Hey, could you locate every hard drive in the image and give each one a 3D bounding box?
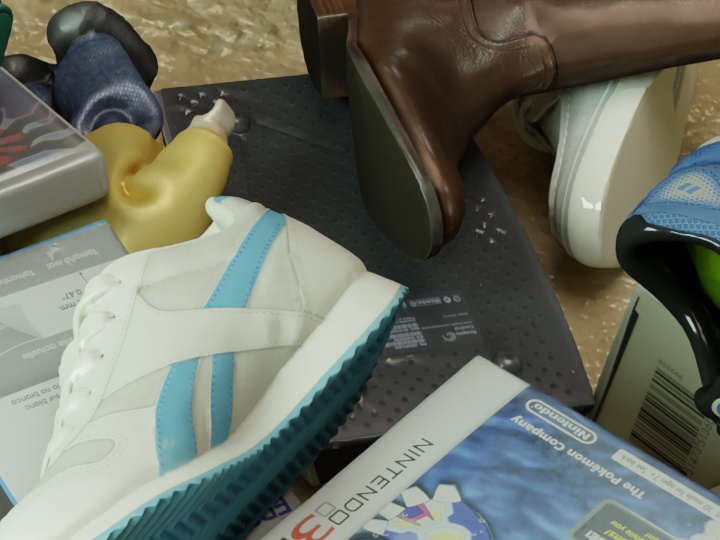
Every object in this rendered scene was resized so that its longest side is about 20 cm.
[{"bbox_3d":[0.000,0.000,1.174,0.134,0.042,0.201,-7,47,-20],"label":"hard drive"}]

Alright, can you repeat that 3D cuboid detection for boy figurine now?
[{"bbox_3d":[-0.093,-0.016,1.128,0.064,0.124,0.201,38,23,-44],"label":"boy figurine"}]

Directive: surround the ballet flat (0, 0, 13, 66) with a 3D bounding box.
[{"bbox_3d":[-0.165,-0.058,1.024,0.070,0.068,0.200,12,24,-6],"label":"ballet flat"}]

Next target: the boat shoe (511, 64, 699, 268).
[{"bbox_3d":[0.101,-0.077,1.261,0.068,0.072,0.201,4,47,17],"label":"boat shoe"}]

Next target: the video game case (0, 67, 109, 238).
[{"bbox_3d":[-0.221,-0.036,1.113,0.199,0.023,0.182,-22,34,-22],"label":"video game case"}]

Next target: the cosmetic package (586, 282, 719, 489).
[{"bbox_3d":[0.181,0.012,1.162,0.071,0.106,0.200,37,48,21],"label":"cosmetic package"}]

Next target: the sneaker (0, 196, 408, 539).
[{"bbox_3d":[-0.066,0.048,0.915,0.081,0.077,0.200,33,40,12],"label":"sneaker"}]

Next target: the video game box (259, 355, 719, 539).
[{"bbox_3d":[0.056,0.129,0.893,0.199,0.047,0.182,30,50,27],"label":"video game box"}]

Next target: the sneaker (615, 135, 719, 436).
[{"bbox_3d":[0.162,0.044,1.016,0.089,0.079,0.200,-29,65,-34],"label":"sneaker"}]

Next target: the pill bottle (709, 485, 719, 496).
[{"bbox_3d":[0.103,0.165,0.980,0.119,0.120,0.200,28,46,15],"label":"pill bottle"}]

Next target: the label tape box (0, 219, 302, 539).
[{"bbox_3d":[-0.095,0.093,0.951,0.143,0.066,0.200,-20,61,-34],"label":"label tape box"}]

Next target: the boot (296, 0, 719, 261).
[{"bbox_3d":[0.089,-0.082,1.176,0.199,0.065,0.187,-9,38,-10],"label":"boot"}]
